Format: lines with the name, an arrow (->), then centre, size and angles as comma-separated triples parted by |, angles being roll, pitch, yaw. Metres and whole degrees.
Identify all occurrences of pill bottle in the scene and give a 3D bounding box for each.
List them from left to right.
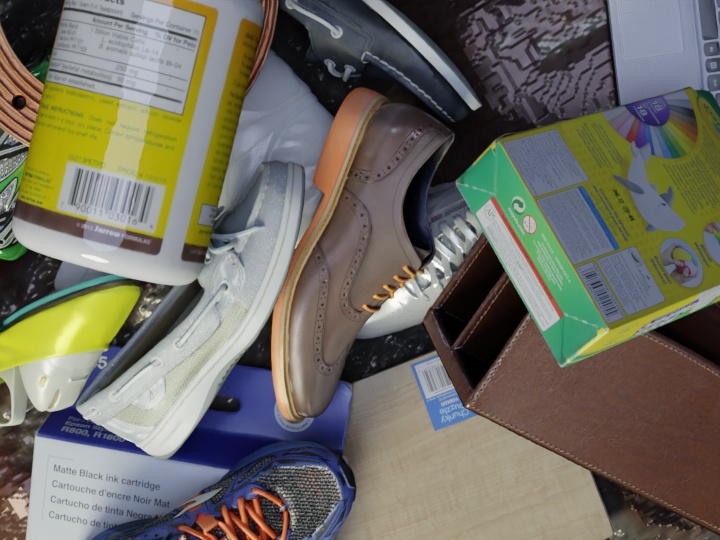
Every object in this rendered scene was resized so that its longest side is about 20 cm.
pill bottle -> -0.117, -0.101, 0.891 | 0.108, 0.109, 0.203 | 15, 92, 1

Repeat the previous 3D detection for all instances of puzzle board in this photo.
puzzle board -> 0.043, 0.133, 1.042 | 0.198, 0.017, 0.152 | -22, 94, 4

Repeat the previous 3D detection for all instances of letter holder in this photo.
letter holder -> 0.162, 0.038, 0.939 | 0.199, 0.101, 0.143 | 27, 107, -24

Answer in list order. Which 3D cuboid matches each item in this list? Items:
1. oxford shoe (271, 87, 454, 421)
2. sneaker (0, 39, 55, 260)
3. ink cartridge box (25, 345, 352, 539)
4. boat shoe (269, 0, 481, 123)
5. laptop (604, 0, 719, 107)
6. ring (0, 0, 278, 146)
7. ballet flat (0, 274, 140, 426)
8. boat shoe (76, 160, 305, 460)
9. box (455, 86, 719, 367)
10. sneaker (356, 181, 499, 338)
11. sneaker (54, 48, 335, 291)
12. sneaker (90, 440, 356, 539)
oxford shoe -> 0.000, 0.000, 0.955 | 0.072, 0.071, 0.203 | 19, 104, 17
sneaker -> -0.221, -0.062, 1.010 | 0.085, 0.078, 0.200 | 40, 103, -12
ink cartridge box -> -0.111, 0.157, 1.027 | 0.197, 0.041, 0.203 | 7, 98, 7
boat shoe -> -0.013, -0.151, 0.988 | 0.200, 0.076, 0.060 | 44, 95, 9
laptop -> 0.248, -0.156, 0.952 | 0.197, 0.116, 0.190 | -7, 95, 3
ring -> -0.146, -0.162, 0.948 | 0.197, 0.019, 0.203 | 0, 93, -6
ballet flat -> -0.204, 0.057, 0.991 | 0.198, 0.067, 0.068 | -17, 83, 31
boat shoe -> -0.095, 0.019, 0.954 | 0.064, 0.075, 0.203 | 26, 114, -18
box -> 0.155, -0.032, 0.890 | 0.048, 0.198, 0.118 | -44, 70, 47
sneaker -> 0.063, -0.020, 0.993 | 0.199, 0.081, 0.077 | -31, 96, 7
sneaker -> -0.088, -0.031, 1.001 | 0.115, 0.074, 0.200 | 42, 95, 0
sneaker -> -0.090, 0.167, 0.965 | 0.198, 0.078, 0.076 | -30, 93, 9
